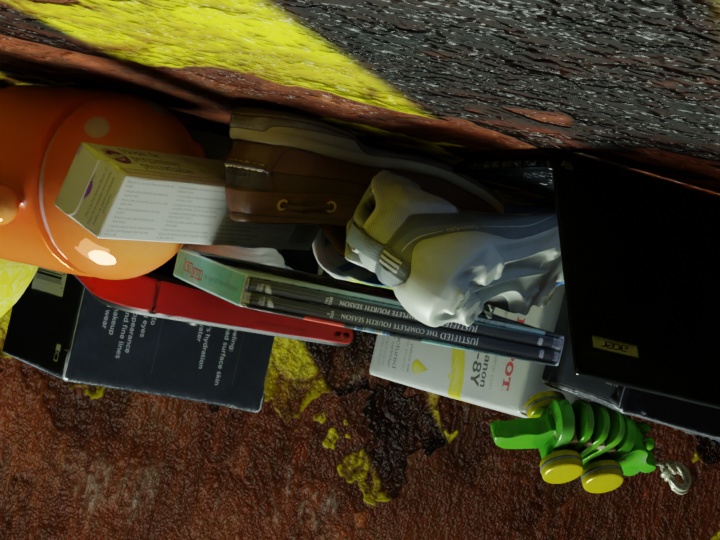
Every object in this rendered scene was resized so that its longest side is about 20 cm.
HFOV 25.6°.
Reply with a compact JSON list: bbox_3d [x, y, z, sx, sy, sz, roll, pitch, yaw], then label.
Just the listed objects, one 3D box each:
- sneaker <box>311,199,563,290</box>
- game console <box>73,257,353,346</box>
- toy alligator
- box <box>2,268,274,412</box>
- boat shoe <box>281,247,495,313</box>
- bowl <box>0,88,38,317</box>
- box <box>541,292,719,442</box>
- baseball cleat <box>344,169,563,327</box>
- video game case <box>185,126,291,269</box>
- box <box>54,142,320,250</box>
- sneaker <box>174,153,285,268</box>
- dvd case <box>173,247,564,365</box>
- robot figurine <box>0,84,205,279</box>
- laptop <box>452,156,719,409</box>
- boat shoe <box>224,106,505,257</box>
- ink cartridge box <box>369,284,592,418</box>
[{"bbox_3d":[0.069,-0.024,1.025,0.198,0.077,0.105,0,178,-37],"label":"sneaker"},{"bbox_3d":[-0.114,0.012,1.110,0.175,0.031,0.200,15,-174,-23],"label":"game console"},{"bbox_3d":[0.181,0.122,1.133,0.198,0.060,0.054,16,139,-32],"label":"toy alligator"},{"bbox_3d":[-0.168,-0.001,1.317,0.198,0.199,0.117,14,179,-39],"label":"box"},{"bbox_3d":[0.000,0.000,1.106,0.197,0.061,0.076,17,158,-1],"label":"boat shoe"},{"bbox_3d":[-0.284,-0.070,1.122,0.107,0.202,0.200,-33,158,20],"label":"bowl"},{"bbox_3d":[0.247,0.051,1.058,0.197,0.125,0.198,16,178,-8],"label":"box"},{"bbox_3d":[0.059,-0.021,0.887,0.106,0.070,0.199,38,-163,19],"label":"baseball cleat"},{"bbox_3d":[-0.047,-0.034,1.168,0.179,0.024,0.201,13,156,6],"label":"video game case"},{"bbox_3d":[-0.089,-0.040,0.909,0.039,0.042,0.199,34,-163,28],"label":"box"},{"bbox_3d":[-0.117,-0.044,1.084,0.199,0.080,0.073,15,-176,43],"label":"sneaker"},{"bbox_3d":[0.001,0.020,0.936,0.198,0.022,0.146,13,-178,-22],"label":"dvd case"},{"bbox_3d":[-0.177,-0.057,0.990,0.198,0.118,0.144,10,161,43],"label":"robot figurine"},{"bbox_3d":[0.152,0.010,0.822,0.175,0.105,0.200,14,178,-20],"label":"laptop"},{"bbox_3d":[0.001,-0.040,0.928,0.198,0.068,0.072,14,178,-39],"label":"boat shoe"},{"bbox_3d":[0.107,0.033,1.240,0.083,0.147,0.199,16,177,-34],"label":"ink cartridge box"}]
